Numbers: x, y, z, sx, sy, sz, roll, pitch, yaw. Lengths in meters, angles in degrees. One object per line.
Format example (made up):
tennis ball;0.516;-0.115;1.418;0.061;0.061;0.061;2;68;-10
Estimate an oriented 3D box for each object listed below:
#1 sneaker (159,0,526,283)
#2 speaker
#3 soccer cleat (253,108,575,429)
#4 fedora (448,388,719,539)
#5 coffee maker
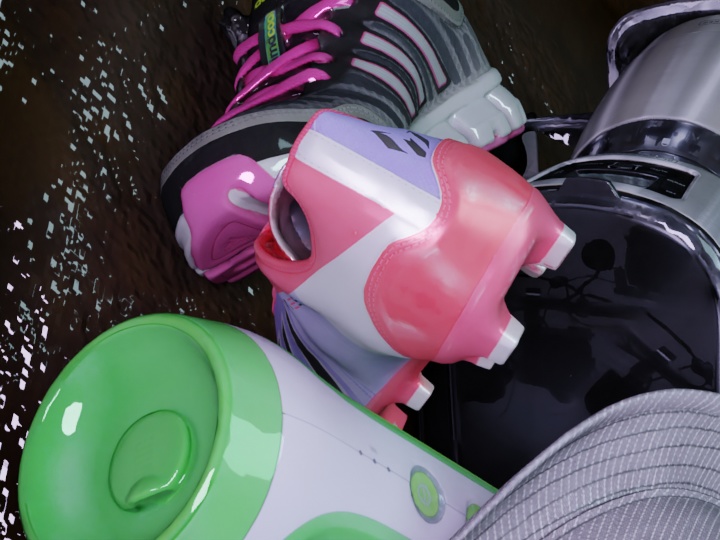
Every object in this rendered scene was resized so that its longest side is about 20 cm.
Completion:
sneaker;-0.015;-0.057;0.904;0.088;0.073;0.200;63;27;-1
speaker;-0.001;0.083;0.810;0.200;0.088;0.089;33;43;-44
soccer cleat;0.000;0.000;0.813;0.076;0.200;0.067;34;76;-5
fedora;0.075;0.140;0.780;0.090;0.200;0.177;40;-4;46
coffee maker;0.112;0.027;0.983;0.193;0.134;0.200;64;31;-14
